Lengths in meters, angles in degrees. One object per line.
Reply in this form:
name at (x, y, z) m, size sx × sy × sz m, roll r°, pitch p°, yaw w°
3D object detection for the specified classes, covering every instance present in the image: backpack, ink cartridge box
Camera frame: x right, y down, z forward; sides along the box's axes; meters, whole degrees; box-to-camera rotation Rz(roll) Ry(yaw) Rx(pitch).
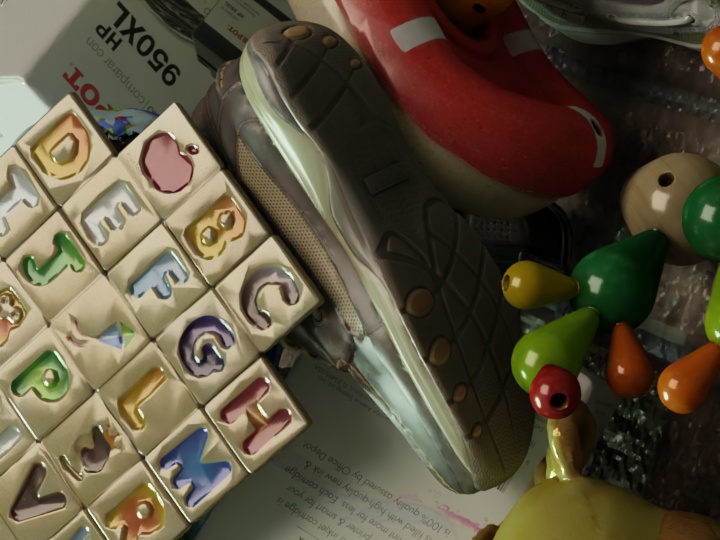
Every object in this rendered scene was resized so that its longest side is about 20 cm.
backpack at (-0.108, 0.028, 1.174) m, size 0.163 × 0.154 × 0.201 m, roll 26°, pitch 115°, yaw 39°
ink cartridge box at (-0.081, -0.107, 1.330) m, size 0.084 × 0.145 × 0.200 m, roll -1°, pitch 47°, yaw 53°
ink cartridge box at (0.007, 0.106, 1.149) m, size 0.117 × 0.067 × 0.200 m, roll 31°, pitch 92°, yaw 17°

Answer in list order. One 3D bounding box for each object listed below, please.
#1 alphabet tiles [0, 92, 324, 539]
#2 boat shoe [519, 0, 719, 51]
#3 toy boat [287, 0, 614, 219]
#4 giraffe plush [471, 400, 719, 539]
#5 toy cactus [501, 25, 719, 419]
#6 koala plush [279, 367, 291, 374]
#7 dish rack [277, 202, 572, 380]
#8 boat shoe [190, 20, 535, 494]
alphabet tiles at (-0.114, 0.035, 1.106) m, size 0.200 × 0.006 × 0.167 m, roll -41°, pitch 75°, yaw 19°
boat shoe at (0.126, -0.134, 1.177) m, size 0.202 × 0.065 × 0.075 m, roll 6°, pitch 81°, yaw 57°
toy boat at (0.049, -0.124, 1.158) m, size 0.131 × 0.130 × 0.200 m, roll -32°, pitch 78°, yaw 25°
giraffe plush at (0.094, 0.144, 1.036) m, size 0.173 × 0.200 × 0.162 m, roll -57°, pitch 7°, yaw 26°
toy cactus at (0.127, -0.025, 1.085) m, size 0.200 × 0.102 × 0.165 m, roll -49°, pitch 10°, yaw -2°
koala plush at (-0.125, 0.086, 1.362) m, size 0.200 × 0.177 × 0.184 m, roll -49°, pitch 25°, yaw 38°
dish rack at (0.007, 0.060, 1.218) m, size 0.153 × 0.055 × 0.201 m, roll 3°, pitch 84°, yaw 19°
boat shoe at (0.000, 0.000, 1.100) m, size 0.073 × 0.074 × 0.200 m, roll -32°, pitch 82°, yaw 38°
